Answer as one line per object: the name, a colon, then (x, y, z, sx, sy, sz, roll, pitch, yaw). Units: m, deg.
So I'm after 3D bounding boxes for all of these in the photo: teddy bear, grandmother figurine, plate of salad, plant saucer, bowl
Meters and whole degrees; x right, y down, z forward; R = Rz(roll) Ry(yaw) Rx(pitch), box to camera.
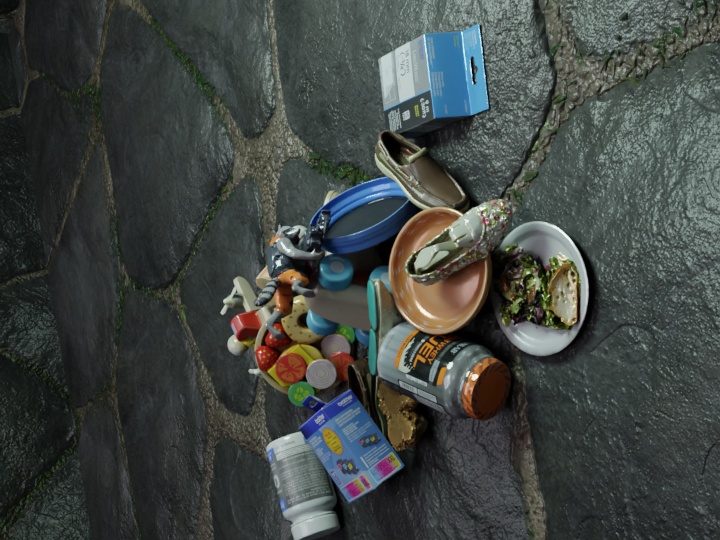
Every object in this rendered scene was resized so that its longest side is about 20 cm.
teddy bear: (0.077, 0.217, 1.637, 0.145, 0.067, 0.200, -53, 44, 30)
grandmother figurine: (-0.148, -0.024, 1.849, 0.060, 0.200, 0.121, 18, 132, 9)
plate of salad: (0.255, 0.028, 1.372, 0.200, 0.048, 0.201, 7, 98, 55)
plant saucer: (0.129, 0.001, 1.461, 0.200, 0.037, 0.201, -2, 87, 43)
bowl: (0.009, -0.096, 1.606, 0.200, 0.201, 0.039, 15, 137, 54)

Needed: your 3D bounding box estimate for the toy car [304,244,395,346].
toy car: (0.000, 0.000, 1.677, 0.184, 0.176, 0.200, 105, 178, -54)

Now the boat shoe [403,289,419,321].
boat shoe: (0.122, 0.000, 1.551, 0.200, 0.072, 0.072, -57, 43, 27)

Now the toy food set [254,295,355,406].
toy food set: (-0.104, 0.157, 1.789, 0.200, 0.198, 0.049, -42, 14, 7)

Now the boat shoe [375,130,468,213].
boat shoe: (0.095, -0.162, 1.515, 0.202, 0.075, 0.075, 37, 153, 30)

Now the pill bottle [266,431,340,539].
pill bottle: (-0.113, 0.436, 1.865, 0.114, 0.114, 0.200, -43, 57, 47)

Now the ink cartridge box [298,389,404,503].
ink cartridge box: (-0.028, 0.305, 1.664, 0.200, 0.076, 0.136, 56, 147, 10)

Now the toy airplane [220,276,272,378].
toy airplane: (-0.207, 0.128, 1.906, 0.141, 0.199, 0.200, -31, 28, 9)

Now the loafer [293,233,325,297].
loafer: (-0.090, 0.025, 1.841, 0.071, 0.073, 0.200, 13, 117, 24)

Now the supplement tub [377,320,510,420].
supplement tub: (0.133, 0.161, 1.477, 0.200, 0.122, 0.123, 18, 107, 44)

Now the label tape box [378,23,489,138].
label tape box: (0.116, -0.312, 1.536, 0.200, 0.063, 0.145, -13, 82, 55)

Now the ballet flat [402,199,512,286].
ballet flat: (0.142, -0.037, 1.382, 0.200, 0.064, 0.076, -42, 61, 33)

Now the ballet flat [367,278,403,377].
ballet flat: (0.045, 0.092, 1.555, 0.067, 0.062, 0.200, -114, 19, -53)

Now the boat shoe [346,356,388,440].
boat shoe: (0.002, 0.264, 1.724, 0.075, 0.075, 0.203, -5, 88, 55)

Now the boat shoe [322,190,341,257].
boat shoe: (-0.034, -0.054, 1.775, 0.064, 0.071, 0.201, -3, 89, 20)

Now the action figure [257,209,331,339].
action figure: (-0.116, -0.014, 1.531, 0.194, 0.104, 0.200, -97, 23, -47)
